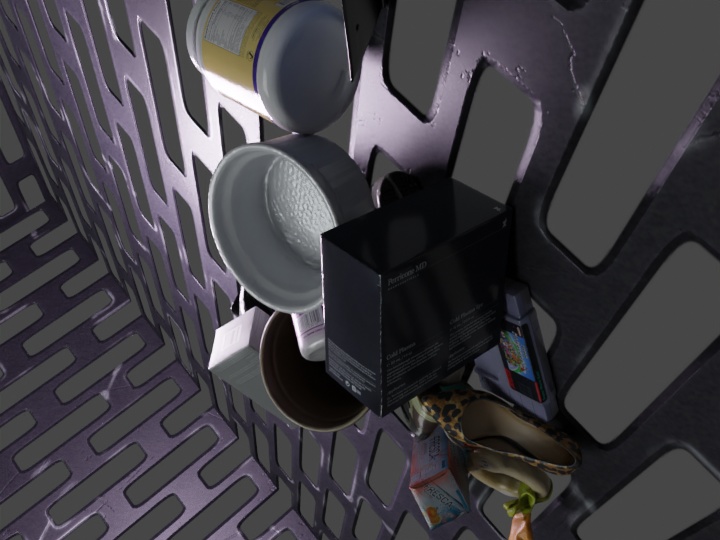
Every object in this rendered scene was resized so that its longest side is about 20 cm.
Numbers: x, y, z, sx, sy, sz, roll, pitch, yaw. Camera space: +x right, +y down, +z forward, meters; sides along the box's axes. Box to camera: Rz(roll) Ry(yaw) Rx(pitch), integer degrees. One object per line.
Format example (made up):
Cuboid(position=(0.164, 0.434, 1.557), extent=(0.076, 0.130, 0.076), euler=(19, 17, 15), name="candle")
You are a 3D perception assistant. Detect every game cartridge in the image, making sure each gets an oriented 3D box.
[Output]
Cuboid(position=(0.179, 0.090, 1.016), extent=(0.129, 0.038, 0.203), euler=(29, 146, 53), name="game cartridge")

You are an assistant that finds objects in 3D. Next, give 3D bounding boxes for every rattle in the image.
Cuboid(position=(0.170, 0.307, 1.126), extent=(0.199, 0.145, 0.129), euler=(39, 168, -34), name="rattle")

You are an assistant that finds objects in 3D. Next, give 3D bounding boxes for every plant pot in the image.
Cuboid(position=(-0.032, 0.127, 1.238), extent=(0.201, 0.200, 0.173), euler=(49, -164, 11), name="plant pot")

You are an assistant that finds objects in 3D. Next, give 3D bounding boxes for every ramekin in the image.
Cuboid(position=(-0.076, -0.062, 0.951), extent=(0.197, 0.097, 0.205), euler=(17, 121, 30), name="ramekin")

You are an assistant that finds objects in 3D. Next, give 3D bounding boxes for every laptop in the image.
Cuboid(position=(-0.039, -0.325, 0.776), extent=(0.199, 0.115, 0.190), euler=(38, 152, 34), name="laptop")

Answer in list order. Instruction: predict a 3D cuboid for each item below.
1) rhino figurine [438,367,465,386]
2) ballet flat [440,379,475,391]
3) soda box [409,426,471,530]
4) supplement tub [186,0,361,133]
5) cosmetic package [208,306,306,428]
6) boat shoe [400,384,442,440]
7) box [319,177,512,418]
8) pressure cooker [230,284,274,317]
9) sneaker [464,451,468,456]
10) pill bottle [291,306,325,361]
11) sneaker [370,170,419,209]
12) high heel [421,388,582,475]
Cuboid(position=(0.104, 0.081, 1.115), extent=(0.087, 0.059, 0.203), euler=(38, 151, 42), name="rhino figurine")
Cuboid(position=(0.125, 0.197, 1.232), extent=(0.198, 0.070, 0.071), euler=(16, 154, 53), name="ballet flat")
Cuboid(position=(0.114, 0.285, 1.150), extent=(0.070, 0.063, 0.200), euler=(62, -171, -5), name="soda box")
Cuboid(position=(-0.107, -0.260, 0.959), extent=(0.199, 0.144, 0.148), euler=(33, 149, 41), name="supplement tub")
Cuboid(position=(-0.137, 0.161, 1.311), extent=(0.106, 0.092, 0.199), euler=(-29, 128, 30), name="cosmetic package")
Cuboid(position=(0.073, 0.169, 1.189), extent=(0.070, 0.067, 0.202), euler=(22, -160, -22), name="boat shoe")
Cuboid(position=(0.063, 0.024, 0.896), extent=(0.103, 0.197, 0.186), euler=(33, 135, 40), name="box")
Cuboid(position=(-0.131, 0.084, 1.444), extent=(0.179, 0.175, 0.201), euler=(63, 161, 19), name="pressure cooker")
Cuboid(position=(0.139, 0.328, 1.366), extent=(0.080, 0.071, 0.201), euler=(45, 157, 11), name="sneaker")
Cuboid(position=(-0.049, 0.008, 1.083), extent=(0.113, 0.109, 0.205), euler=(123, 135, -66), name="pill bottle")
Cuboid(position=(0.054, -0.025, 1.037), extent=(0.080, 0.072, 0.206), euler=(-170, 70, -70), name="sneaker")
Cuboid(position=(0.180, 0.199, 1.020), extent=(0.196, 0.073, 0.142), euler=(22, 174, -10), name="high heel")
